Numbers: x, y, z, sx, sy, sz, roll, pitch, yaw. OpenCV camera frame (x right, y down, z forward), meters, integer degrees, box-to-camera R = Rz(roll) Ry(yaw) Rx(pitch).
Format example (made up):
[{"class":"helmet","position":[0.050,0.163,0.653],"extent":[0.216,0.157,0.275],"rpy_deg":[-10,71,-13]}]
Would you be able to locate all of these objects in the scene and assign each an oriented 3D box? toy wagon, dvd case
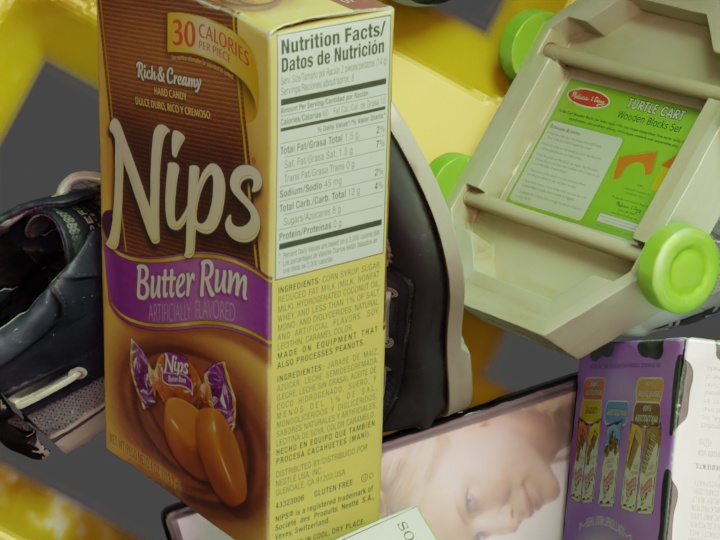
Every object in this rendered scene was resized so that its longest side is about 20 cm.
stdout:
[{"class":"toy wagon","position":[0.108,-0.064,1.079],"extent":[0.039,0.155,0.201],"rpy_deg":[34,83,-36]},{"class":"dvd case","position":[0.033,0.135,1.122],"extent":[0.199,0.018,0.144],"rpy_deg":[-18,89,-6]}]

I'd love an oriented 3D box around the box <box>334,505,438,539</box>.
[{"class":"box","position":[-0.024,0.187,1.030],"extent":[0.144,0.201,0.036],"rpy_deg":[-23,48,-12]}]

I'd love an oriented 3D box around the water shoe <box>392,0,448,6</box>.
[{"class":"water shoe","position":[0.061,-0.195,1.129],"extent":[0.079,0.072,0.200],"rpy_deg":[38,80,20]}]

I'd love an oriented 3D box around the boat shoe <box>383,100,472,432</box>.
[{"class":"boat shoe","position":[0.000,0.000,1.046],"extent":[0.062,0.201,0.073],"rpy_deg":[-23,53,-9]}]

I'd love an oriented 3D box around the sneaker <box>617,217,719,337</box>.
[{"class":"sneaker","position":[0.173,-0.044,1.096],"extent":[0.199,0.115,0.075],"rpy_deg":[-33,90,-6]}]

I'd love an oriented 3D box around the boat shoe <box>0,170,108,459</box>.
[{"class":"boat shoe","position":[-0.080,-0.014,1.074],"extent":[0.200,0.093,0.075],"rpy_deg":[-44,62,-6]}]

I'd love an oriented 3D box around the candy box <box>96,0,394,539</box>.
[{"class":"candy box","position":[-0.044,-0.010,0.991],"extent":[0.056,0.116,0.201],"rpy_deg":[-13,116,-34]}]

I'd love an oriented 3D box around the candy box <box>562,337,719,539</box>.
[{"class":"candy box","position":[0.123,0.129,1.037],"extent":[0.071,0.168,0.202],"rpy_deg":[6,88,-7]}]
